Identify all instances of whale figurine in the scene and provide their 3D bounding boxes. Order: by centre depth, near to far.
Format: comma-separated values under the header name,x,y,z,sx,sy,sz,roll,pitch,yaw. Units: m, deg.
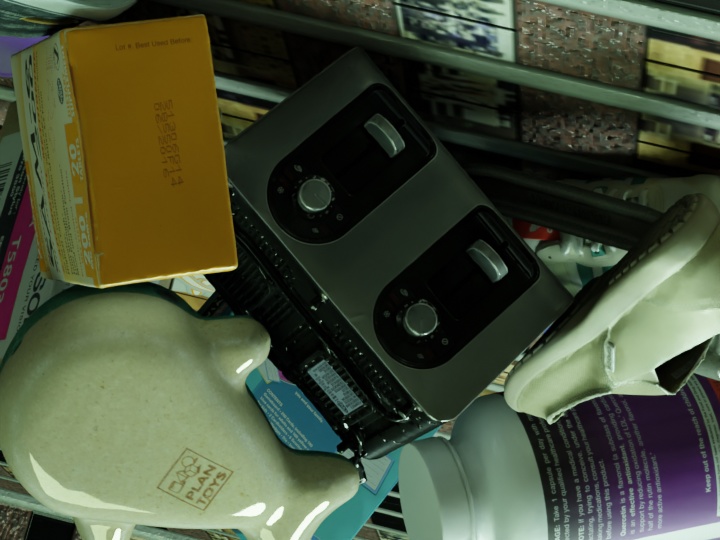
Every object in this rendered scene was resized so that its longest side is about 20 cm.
name,x,y,z,sx,sy,sz,roll,pitch,yaw
whale figurine,-0.100,0.081,1.399,0.199,0.159,0.104,29,-162,-20

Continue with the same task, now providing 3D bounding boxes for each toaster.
name,x,y,z,sx,sy,sz,roll,pitch,yaw
toaster,0.000,0.000,1.381,0.181,0.119,0.200,50,162,1

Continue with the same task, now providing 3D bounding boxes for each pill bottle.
name,x,y,z,sx,sy,sz,roll,pitch,yaw
pill bottle,0.127,0.115,1.471,0.199,0.113,0.112,-9,172,-16

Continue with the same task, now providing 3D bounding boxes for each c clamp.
name,x,y,z,sx,sy,sz,roll,pitch,yaw
c clamp,0.131,0.016,1.401,0.199,0.027,0.171,21,150,26

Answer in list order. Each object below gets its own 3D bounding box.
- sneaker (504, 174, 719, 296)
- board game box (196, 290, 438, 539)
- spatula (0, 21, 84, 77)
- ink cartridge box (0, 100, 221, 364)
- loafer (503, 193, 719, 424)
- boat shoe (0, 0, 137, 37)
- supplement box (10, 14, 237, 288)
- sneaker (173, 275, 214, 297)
name,x,y,z,sx,sy,sz,roll,pitch,yaw
sneaker,0.134,-0.017,1.428,0.093,0.071,0.200,14,170,-19
board game box,-0.025,0.059,1.536,0.151,0.200,0.047,49,154,-18
spatula,-0.170,-0.134,1.402,0.056,0.021,0.200,24,163,-26
ink cartridge box,-0.172,-0.006,1.528,0.075,0.201,0.165,23,164,-27
loafer,0.138,0.035,1.330,0.068,0.076,0.200,43,147,1
boat shoe,-0.205,-0.158,1.235,0.200,0.071,0.091,20,162,-28
supplement box,-0.124,-0.058,1.328,0.073,0.127,0.200,-8,-177,-14
sneaker,-0.112,-0.020,1.645,0.092,0.076,0.200,-2,162,12
